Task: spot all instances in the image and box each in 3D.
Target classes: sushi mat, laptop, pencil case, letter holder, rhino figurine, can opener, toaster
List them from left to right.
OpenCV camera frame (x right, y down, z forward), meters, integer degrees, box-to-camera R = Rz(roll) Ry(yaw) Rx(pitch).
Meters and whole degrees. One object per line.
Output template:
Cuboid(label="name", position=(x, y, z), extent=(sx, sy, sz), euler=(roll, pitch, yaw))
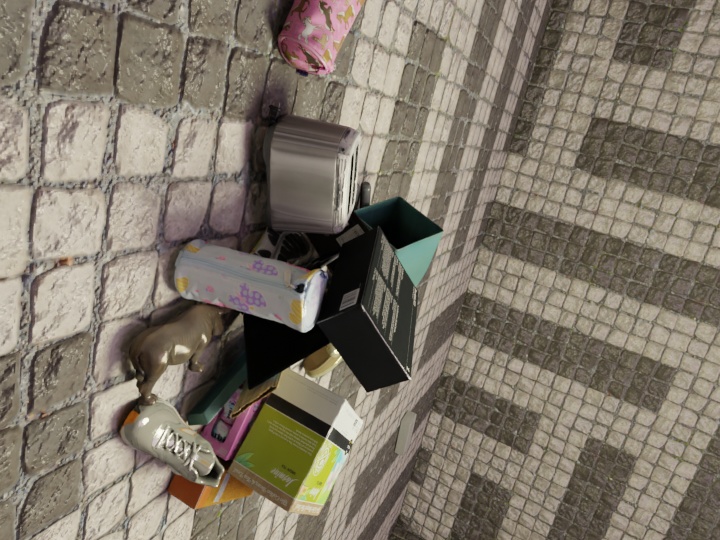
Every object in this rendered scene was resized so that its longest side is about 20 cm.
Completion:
Cuboid(label="rhino figurine", position=(-0.235, 0.092, 0.725), extent=(0.200, 0.059, 0.089), euler=(-40, 142, -57))
Cuboid(label="pencil case", position=(-0.143, 0.018, 0.695), extent=(0.091, 0.197, 0.085), euler=(22, 82, -75))
Cuboid(label="sushi mat", position=(-0.156, 0.161, 0.876), extent=(0.095, 0.012, 0.200), euler=(-37, -165, 14))
Cuboid(label="laptop", position=(-0.092, 0.068, 0.857), extent=(0.186, 0.117, 0.199), euler=(-32, 179, 29))
Cuboid(label="toaster", position=(-0.072, -0.147, 0.798), extent=(0.114, 0.127, 0.203), euler=(-71, 169, -57))
Cuboid(label="pencil case", position=(-0.042, -0.379, 0.758), extent=(0.203, 0.082, 0.087), euler=(-66, 158, -13))
Cuboid(label="can opener", position=(-0.009, -0.104, 1.153), extent=(0.067, 0.052, 0.203), euler=(-99, -169, -50))
Cuboid(label="letter holder", position=(0.000, 0.000, 1.010), extent=(0.100, 0.201, 0.143), euler=(-34, 152, -6))

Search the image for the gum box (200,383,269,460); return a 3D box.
Cuboid(label="gum box", position=(-0.202, 0.274, 0.962), extent=(0.115, 0.065, 0.200), euler=(-65, 159, -10))

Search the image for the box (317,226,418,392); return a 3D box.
Cuboid(label="box", position=(0.020, 0.053, 0.786), extent=(0.142, 0.078, 0.201), euler=(54, 26, -24))

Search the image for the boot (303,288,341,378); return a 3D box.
Cuboid(label="boot", position=(-0.069, 0.128, 1.155), extent=(0.200, 0.072, 0.155), euler=(-44, 141, -12))

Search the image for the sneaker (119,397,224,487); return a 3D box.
Cuboid(label="sneaker", position=(-0.255, 0.250, 0.756), extent=(0.076, 0.091, 0.201), euler=(-58, 148, -25))

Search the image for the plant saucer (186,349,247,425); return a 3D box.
Cuboid(label="plant saucer", position=(-0.207, 0.172, 0.875), extent=(0.019, 0.069, 0.201), euler=(52, 48, -17))

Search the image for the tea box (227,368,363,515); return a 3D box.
Cuboid(label="tea box", position=(-0.106, 0.314, 0.955), extent=(0.199, 0.132, 0.201), euler=(-61, 159, -17))

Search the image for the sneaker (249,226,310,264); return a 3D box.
Cuboid(label="sneaker", position=(-0.150, -0.013, 0.847), extent=(0.090, 0.078, 0.201), euler=(-40, -171, 32))

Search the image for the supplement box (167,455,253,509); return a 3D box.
Cuboid(label="supplement box", position=(-0.247, 0.365, 0.932), extent=(0.070, 0.066, 0.200), euler=(-67, 159, -8))

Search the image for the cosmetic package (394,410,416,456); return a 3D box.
Cuboid(label="cosmetic package", position=(0.209, 0.759, 2.468), extent=(0.082, 0.050, 0.203), euler=(-41, 145, -56))

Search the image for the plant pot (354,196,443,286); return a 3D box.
Cuboid(label="plant pot", position=(0.059, -0.022, 1.128), extent=(0.140, 0.141, 0.202), euler=(-21, 139, -36))
